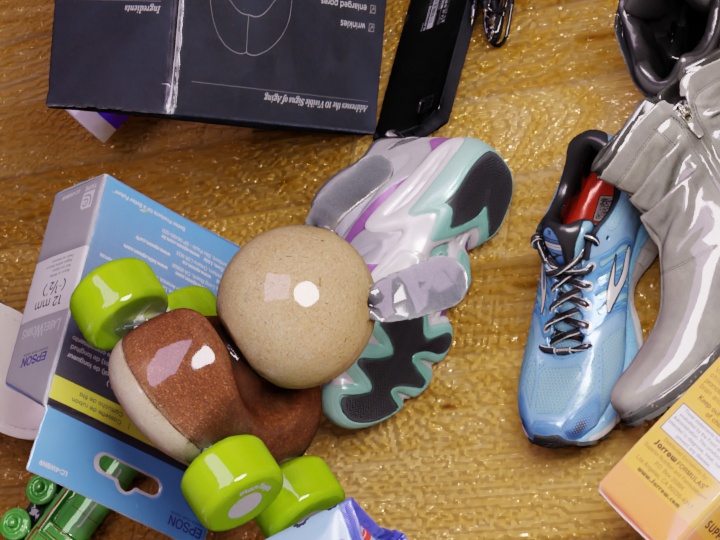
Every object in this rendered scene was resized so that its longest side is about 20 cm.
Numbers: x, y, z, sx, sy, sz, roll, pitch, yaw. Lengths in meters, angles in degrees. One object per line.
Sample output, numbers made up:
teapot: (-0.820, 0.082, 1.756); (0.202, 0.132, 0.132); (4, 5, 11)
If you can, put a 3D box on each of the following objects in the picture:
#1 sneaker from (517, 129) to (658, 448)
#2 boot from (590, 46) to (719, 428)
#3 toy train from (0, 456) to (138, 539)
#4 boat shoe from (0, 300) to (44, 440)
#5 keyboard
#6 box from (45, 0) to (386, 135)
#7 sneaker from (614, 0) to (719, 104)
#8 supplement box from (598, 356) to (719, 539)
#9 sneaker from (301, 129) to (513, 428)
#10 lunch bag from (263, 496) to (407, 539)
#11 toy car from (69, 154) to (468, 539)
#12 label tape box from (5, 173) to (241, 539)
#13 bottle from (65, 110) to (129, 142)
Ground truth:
sneaker: (0.122, 0.007, 1.328); (0.078, 0.090, 0.201); (-2, 63, 32)
boot: (0.175, -0.021, 1.282); (0.200, 0.131, 0.068); (-49, 6, -9)
toy train: (-0.201, 0.170, 1.473); (0.056, 0.042, 0.200); (33, 83, 31)
boat shoe: (-0.248, 0.060, 1.552); (0.072, 0.060, 0.201); (-51, 49, -2)
keyboard: (0.071, -0.172, 1.515); (0.104, 0.040, 0.201); (-16, 53, 53)
box: (-0.086, -0.193, 1.462); (0.123, 0.199, 0.198); (5, 92, 40)
sneaker: (0.209, -0.171, 1.365); (0.076, 0.111, 0.201); (0, 63, 32)
supplement box: (0.227, 0.077, 1.237); (0.200, 0.067, 0.069); (-48, 49, 0)
sneaker: (0.000, 0.000, 1.429); (0.139, 0.078, 0.201); (15, 68, 43)
lunch bag: (-0.023, 0.257, 1.284); (0.150, 0.094, 0.201); (-28, 61, 13)
toy car: (-0.036, 0.030, 1.302); (0.200, 0.158, 0.165); (-41, 64, 11)
label tape box: (-0.145, 0.062, 1.424); (0.066, 0.143, 0.201); (-14, 55, 47)
bottle: (-0.134, -0.180, 1.607); (0.065, 0.084, 0.200); (41, 88, 2)
